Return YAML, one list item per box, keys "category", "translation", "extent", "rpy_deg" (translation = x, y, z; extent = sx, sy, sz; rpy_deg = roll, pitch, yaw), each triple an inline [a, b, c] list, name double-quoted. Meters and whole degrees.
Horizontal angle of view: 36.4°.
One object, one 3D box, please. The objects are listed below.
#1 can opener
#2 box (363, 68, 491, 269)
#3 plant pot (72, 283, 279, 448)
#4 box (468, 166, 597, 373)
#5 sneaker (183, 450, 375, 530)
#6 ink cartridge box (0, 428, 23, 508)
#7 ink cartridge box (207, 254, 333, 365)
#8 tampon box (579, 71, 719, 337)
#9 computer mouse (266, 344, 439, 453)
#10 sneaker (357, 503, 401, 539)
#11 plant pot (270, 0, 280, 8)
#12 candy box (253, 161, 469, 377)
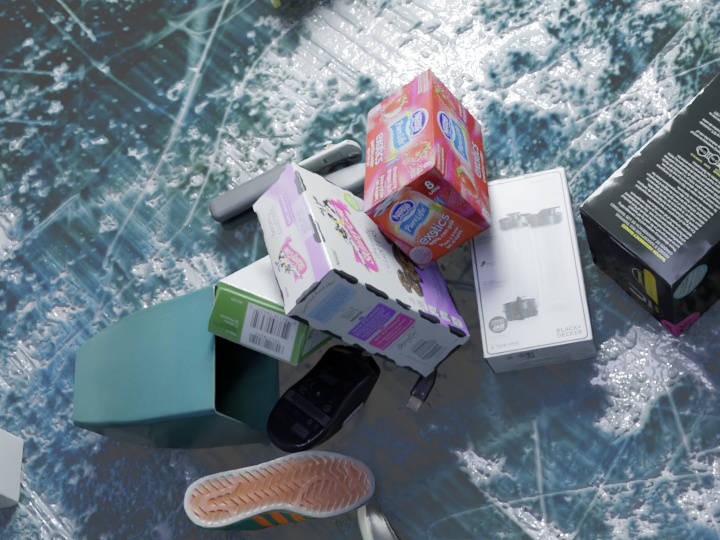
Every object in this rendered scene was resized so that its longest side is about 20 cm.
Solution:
- category: "can opener"
  translation: [-0.083, -0.097, 1.300]
  extent: [0.199, 0.053, 0.067]
  rpy_deg: [-22, 64, 9]
- category: "box"
  translation: [0.070, -0.112, 1.173]
  extent: [0.095, 0.100, 0.200]
  rpy_deg: [-33, 31, 26]
- category: "plant pot"
  translation: [-0.210, 0.120, 1.209]
  extent: [0.199, 0.141, 0.142]
  rpy_deg: [-12, 65, 21]
- category: "box"
  translation: [0.180, -0.001, 1.168]
  extent: [0.116, 0.060, 0.201]
  rpy_deg: [-12, 66, 14]
- category: "sneaker"
  translation: [-0.086, 0.235, 1.160]
  extent: [0.199, 0.080, 0.072]
  rpy_deg: [-5, 75, -7]
- category: "ink cartridge box"
  translation: [-0.496, 0.213, 1.231]
  extent: [0.144, 0.200, 0.085]
  rpy_deg: [-11, 62, 13]
- category: "ink cartridge box"
  translation: [-0.069, 0.031, 1.173]
  extent: [0.104, 0.200, 0.059]
  rpy_deg: [21, 109, 14]
- category: "tampon box"
  translation: [0.339, -0.061, 1.089]
  extent: [0.200, 0.150, 0.126]
  rpy_deg: [-43, 61, -2]
- category: "computer mouse"
  translation: [0.002, 0.135, 1.184]
  extent: [0.140, 0.046, 0.200]
  rpy_deg: [26, 67, 30]
- category: "sneaker"
  translation: [0.082, 0.301, 1.078]
  extent: [0.106, 0.075, 0.200]
  rpy_deg: [-32, 71, -2]
- category: "plant pot"
  translation: [-0.054, -0.457, 1.376]
  extent: [0.184, 0.201, 0.201]
  rpy_deg: [-19, 63, -2]
- category: "candy box"
  translation: [0.000, 0.000, 1.124]
  extent: [0.072, 0.200, 0.168]
  rpy_deg: [-44, 42, 23]
